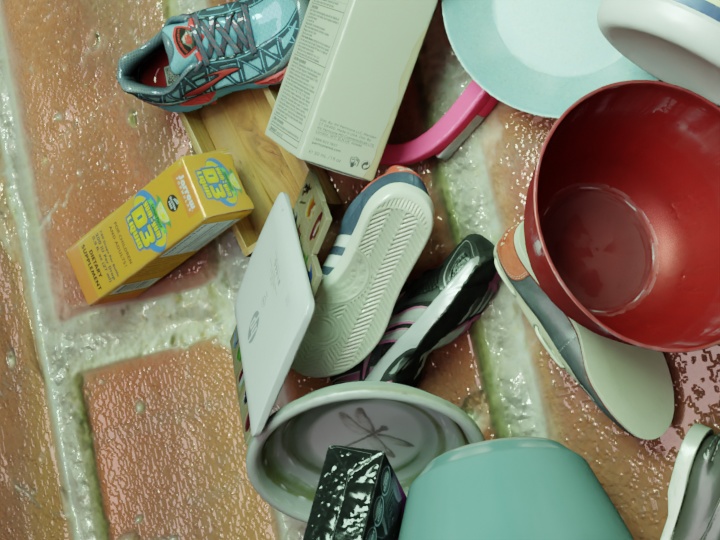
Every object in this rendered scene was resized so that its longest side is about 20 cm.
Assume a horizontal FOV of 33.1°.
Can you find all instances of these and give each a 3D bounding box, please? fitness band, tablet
[{"bbox_3d":[0.054,-0.181,1.040,0.144,0.037,0.200,47,110,20],"label":"fitness band"},{"bbox_3d":[-0.076,0.031,1.007,0.200,0.014,0.130,-107,37,-59],"label":"tablet"}]

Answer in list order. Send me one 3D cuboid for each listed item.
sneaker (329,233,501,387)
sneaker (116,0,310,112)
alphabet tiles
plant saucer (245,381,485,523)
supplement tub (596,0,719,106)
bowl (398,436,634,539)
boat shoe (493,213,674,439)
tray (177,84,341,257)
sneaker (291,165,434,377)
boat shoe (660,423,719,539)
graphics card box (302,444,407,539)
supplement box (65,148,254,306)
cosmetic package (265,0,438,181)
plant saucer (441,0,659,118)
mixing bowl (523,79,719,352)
[{"bbox_3d":[0.033,0.039,1.033,0.086,0.080,0.200,48,110,21],"label":"sneaker"},{"bbox_3d":[-0.129,-0.191,1.065,0.200,0.095,0.080,-22,81,27],"label":"sneaker"},{"bbox_3d":[-0.069,0.021,1.027,0.167,0.008,0.200,-110,40,-60],"label":"alphabet tiles"},{"bbox_3d":[0.005,0.146,1.015,0.200,0.200,0.050,-30,39,25],"label":"plant saucer"},{"bbox_3d":[0.273,-0.229,0.849,0.145,0.145,0.200,30,92,25],"label":"supplement tub"},{"bbox_3d":[0.113,0.198,0.946,0.200,0.201,0.105,-23,59,27],"label":"bowl"},{"bbox_3d":[0.175,0.048,0.965,0.200,0.071,0.063,56,153,4],"label":"boat shoe"},{"bbox_3d":[-0.104,-0.124,1.127,0.099,0.037,0.200,-32,77,25],"label":"tray"},{"bbox_3d":[0.000,0.000,1.002,0.075,0.085,0.200,28,118,-14],"label":"sneaker"},{"bbox_3d":[0.256,0.221,0.918,0.060,0.072,0.202,15,97,29],"label":"boat shoe"},{"bbox_3d":[0.005,0.237,0.964,0.051,0.200,0.126,4,57,20],"label":"graphics card box"},{"bbox_3d":[-0.191,-0.038,1.136,0.200,0.069,0.067,-32,78,36],"label":"supplement box"},{"bbox_3d":[-0.003,-0.185,0.990,0.200,0.073,0.104,-69,26,11],"label":"cosmetic package"},{"bbox_3d":[0.165,-0.218,0.961,0.200,0.039,0.202,0,88,11],"label":"plant saucer"},{"bbox_3d":[0.198,-0.029,0.900,0.108,0.200,0.201,142,112,-68],"label":"mixing bowl"}]
